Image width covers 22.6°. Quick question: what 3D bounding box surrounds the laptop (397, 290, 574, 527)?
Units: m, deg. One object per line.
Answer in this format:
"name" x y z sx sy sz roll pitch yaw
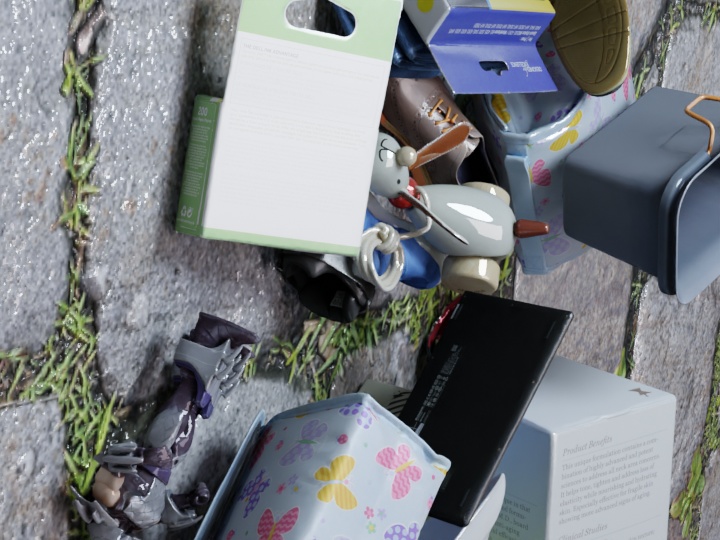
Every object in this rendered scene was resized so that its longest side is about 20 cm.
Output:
"laptop" 0.094 0.127 1.470 0.116 0.199 0.188 38 73 -35

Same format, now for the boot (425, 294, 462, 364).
"boot" 0.094 0.136 1.719 0.204 0.073 0.154 -60 139 -22

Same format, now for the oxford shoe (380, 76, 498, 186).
"oxford shoe" 0.067 -0.131 1.552 0.071 0.073 0.201 -51 130 -23

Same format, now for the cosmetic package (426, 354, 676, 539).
"cosmetic package" 0.170 0.202 1.643 0.166 0.166 0.202 -10 108 -39

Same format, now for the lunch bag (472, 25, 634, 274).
"lunch bag" 0.174 -0.122 1.655 0.170 0.126 0.201 72 33 -42

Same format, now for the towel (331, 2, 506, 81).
"towel" 0.052 -0.215 1.499 0.199 0.048 0.112 -12 73 -57

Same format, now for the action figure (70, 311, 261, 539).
"action figure" -0.142 0.130 1.306 0.201 0.069 0.130 -63 165 -16

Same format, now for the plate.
"plate" 0.025 0.264 1.409 0.032 0.199 0.200 45 48 -4

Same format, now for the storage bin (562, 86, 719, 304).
"storage bin" 0.270 -0.087 1.565 0.200 0.134 0.147 -38 136 -38

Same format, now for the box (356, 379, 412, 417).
"box" -0.008 0.192 1.556 0.200 0.068 0.083 -54 143 -37

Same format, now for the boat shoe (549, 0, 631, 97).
"boat shoe" 0.199 -0.237 1.586 0.065 0.073 0.202 41 35 -61

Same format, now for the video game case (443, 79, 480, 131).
"video game case" 0.129 -0.151 1.719 0.201 0.022 0.182 -63 147 -26

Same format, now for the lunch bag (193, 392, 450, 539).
"lunch bag" -0.054 0.197 1.365 0.127 0.199 0.170 38 60 -22

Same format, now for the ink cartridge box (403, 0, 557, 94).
"ink cartridge box" 0.085 -0.240 1.480 0.201 0.047 0.197 58 29 12

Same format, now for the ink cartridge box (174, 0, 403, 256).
"ink cartridge box" -0.052 -0.117 1.344 0.145 0.048 0.202 7 94 -35

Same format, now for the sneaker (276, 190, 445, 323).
"sneaker" -0.001 0.000 1.491 0.200 0.076 0.112 42 58 -52

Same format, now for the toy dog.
"toy dog" 0.081 -0.051 1.469 0.199 0.096 0.133 5 77 -56
